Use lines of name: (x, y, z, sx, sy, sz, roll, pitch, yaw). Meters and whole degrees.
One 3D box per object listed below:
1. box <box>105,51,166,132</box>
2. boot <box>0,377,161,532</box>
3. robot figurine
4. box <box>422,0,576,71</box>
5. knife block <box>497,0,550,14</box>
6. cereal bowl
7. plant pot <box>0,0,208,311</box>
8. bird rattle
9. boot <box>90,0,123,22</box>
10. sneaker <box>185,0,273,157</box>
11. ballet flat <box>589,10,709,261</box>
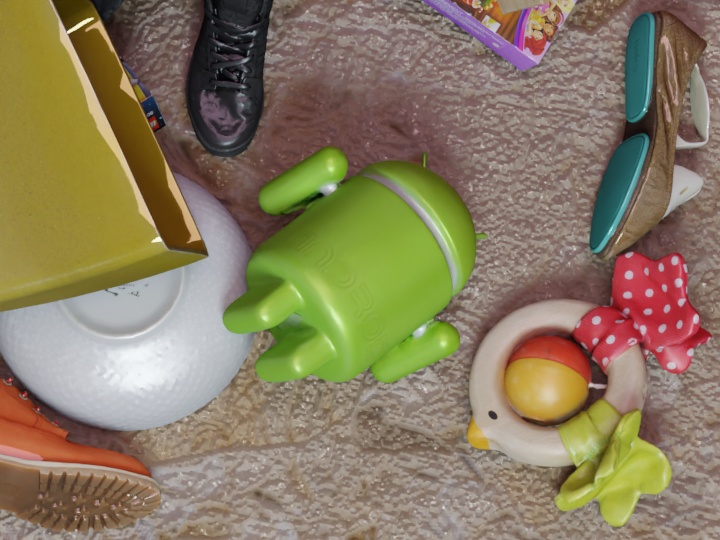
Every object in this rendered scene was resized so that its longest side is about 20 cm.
box: (-0.260, -0.103, 1.697, 0.200, 0.038, 0.137, -33, 53, -9)
boot: (-0.236, 0.121, 1.654, 0.200, 0.075, 0.107, 14, 46, -18)
robot figurine: (0.000, 0.000, 1.662, 0.200, 0.116, 0.176, -38, 99, -25)
box: (0.123, -0.271, 1.764, 0.137, 0.039, 0.200, 34, 77, -12)
knife block: (0.086, -0.308, 1.690, 0.175, 0.064, 0.200, 21, 80, -22)
cereal bowl: (-0.172, 0.013, 1.679, 0.200, 0.083, 0.200, 0, 77, -1)
plant pot: (-0.233, -0.065, 1.552, 0.176, 0.200, 0.200, -25, 87, 3)
bird rattle: (0.159, 0.074, 1.675, 0.163, 0.113, 0.200, 7, 73, 16)
boot: (-0.184, -0.253, 1.720, 0.200, 0.168, 0.076, -31, 113, 22)
sneaker: (-0.094, -0.190, 1.714, 0.060, 0.104, 0.200, 7, 80, -1)
ballet flat: (0.224, -0.095, 1.739, 0.072, 0.068, 0.200, 17, 72, -18)
